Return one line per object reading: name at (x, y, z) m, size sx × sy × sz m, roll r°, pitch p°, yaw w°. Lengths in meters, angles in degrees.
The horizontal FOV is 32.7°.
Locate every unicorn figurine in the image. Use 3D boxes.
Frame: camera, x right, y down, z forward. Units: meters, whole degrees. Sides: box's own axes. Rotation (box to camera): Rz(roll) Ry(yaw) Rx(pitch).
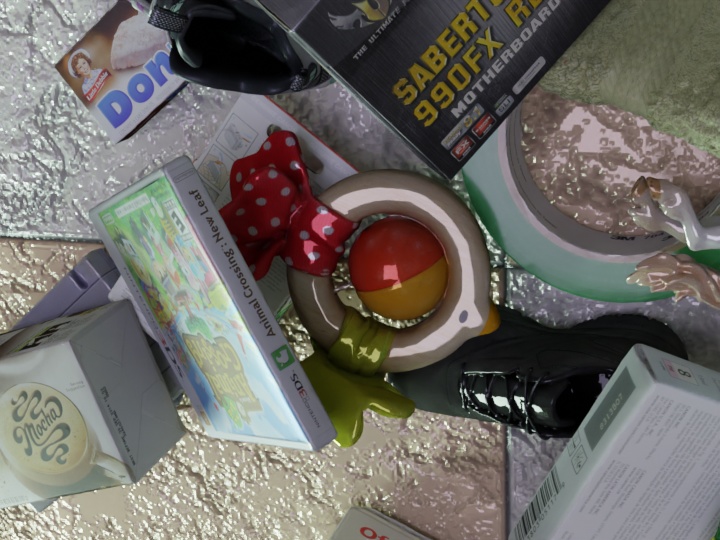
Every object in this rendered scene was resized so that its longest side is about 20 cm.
unicorn figurine at (0.237, -0.059, 0.675) m, size 0.137 × 0.074 × 0.201 m, roll 26°, pitch 128°, yaw 4°

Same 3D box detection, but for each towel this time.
towel at (0.195, -0.160, 0.657) m, size 0.148 × 0.036 × 0.201 m, roll 28°, pitch 79°, yaw 32°

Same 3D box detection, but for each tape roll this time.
tape roll at (0.161, -0.082, 0.752) m, size 0.199 × 0.048 × 0.202 m, roll 6°, pitch 109°, yaw 18°

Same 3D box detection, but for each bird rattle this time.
bird rattle at (0.000, 0.000, 0.780) m, size 0.162 × 0.113 × 0.201 m, roll -20°, pitch 91°, yaw 9°

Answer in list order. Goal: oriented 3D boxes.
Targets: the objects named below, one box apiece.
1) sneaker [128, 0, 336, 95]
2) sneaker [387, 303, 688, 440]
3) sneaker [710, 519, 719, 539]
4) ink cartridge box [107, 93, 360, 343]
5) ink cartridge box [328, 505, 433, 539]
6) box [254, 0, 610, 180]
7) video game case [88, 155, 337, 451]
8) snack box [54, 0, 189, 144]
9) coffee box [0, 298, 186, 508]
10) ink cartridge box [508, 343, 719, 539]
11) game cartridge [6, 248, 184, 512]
sneaker at (-0.106, -0.166, 0.741) m, size 0.199 × 0.140 × 0.078 m, roll 25°, pitch 115°, yaw 8°
sneaker at (0.107, 0.070, 0.797) m, size 0.199 × 0.091 × 0.076 m, roll -5°, pitch 110°, yaw 22°
sneaker at (0.294, 0.149, 0.684) m, size 0.199 × 0.074 × 0.084 m, roll -11°, pitch 123°, yaw 3°
ink cartridge box at (-0.081, -0.024, 0.857) m, size 0.109 × 0.050 × 0.200 m, roll 39°, pitch 114°, yaw 4°
ink cartridge box at (0.012, 0.268, 0.834) m, size 0.145 × 0.200 × 0.085 m, roll 26°, pitch 119°, yaw 10°
box at (0.062, -0.162, 0.602) m, size 0.200 × 0.158 × 0.048 m, roll -48°, pitch 52°, yaw 4°
video game case at (-0.101, 0.027, 0.772) m, size 0.183 × 0.022 × 0.200 m, roll 62°, pitch 156°, yaw -8°
snack box at (-0.121, -0.174, 0.836) m, size 0.200 × 0.024 × 0.072 m, roll -37°, pitch 94°, yaw 25°
coffee box at (-0.244, 0.104, 0.898) m, size 0.199 × 0.080 × 0.114 m, roll -14°, pitch 105°, yaw 27°
ink cartridge box at (0.215, 0.147, 0.748) m, size 0.199 × 0.057 × 0.163 m, roll 19°, pitch 117°, yaw -18°
game cartridge at (-0.225, 0.090, 0.956) m, size 0.200 × 0.038 × 0.130 m, roll -39°, pitch 95°, yaw 26°
